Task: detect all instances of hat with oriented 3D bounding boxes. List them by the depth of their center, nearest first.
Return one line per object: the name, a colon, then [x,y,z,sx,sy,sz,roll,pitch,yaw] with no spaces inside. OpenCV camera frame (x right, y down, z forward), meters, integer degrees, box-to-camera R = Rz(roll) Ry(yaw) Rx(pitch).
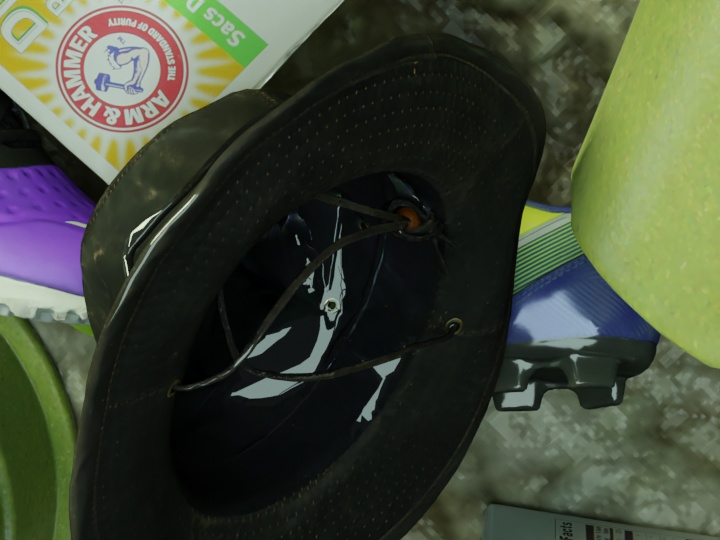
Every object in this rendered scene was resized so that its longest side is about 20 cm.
hat: [-0.035,0.010,0.760,0.081,0.200,0.201,32,109,31]

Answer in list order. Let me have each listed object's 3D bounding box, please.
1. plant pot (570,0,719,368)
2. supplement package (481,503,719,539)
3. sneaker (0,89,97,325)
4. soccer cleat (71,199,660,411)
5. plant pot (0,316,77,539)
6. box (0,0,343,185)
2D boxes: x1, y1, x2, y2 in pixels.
plant pot: [0.158,-0.064,0.767,0.200,0.200,0.184,26,118,-3]
supplement package: [0.126,0.183,0.844,0.200,0.151,0.152,8,107,2]
sneaker: [-0.141,-0.052,0.824,0.200,0.070,0.100,23,94,16]
soccer cleat: [0.000,0.000,0.859,0.200,0.065,0.084,2,76,8]
plant pot: [-0.203,0.096,0.825,0.200,0.190,0.201,1,106,5]
box: [-0.101,-0.132,0.783,0.200,0.113,0.101,42,104,-16]
